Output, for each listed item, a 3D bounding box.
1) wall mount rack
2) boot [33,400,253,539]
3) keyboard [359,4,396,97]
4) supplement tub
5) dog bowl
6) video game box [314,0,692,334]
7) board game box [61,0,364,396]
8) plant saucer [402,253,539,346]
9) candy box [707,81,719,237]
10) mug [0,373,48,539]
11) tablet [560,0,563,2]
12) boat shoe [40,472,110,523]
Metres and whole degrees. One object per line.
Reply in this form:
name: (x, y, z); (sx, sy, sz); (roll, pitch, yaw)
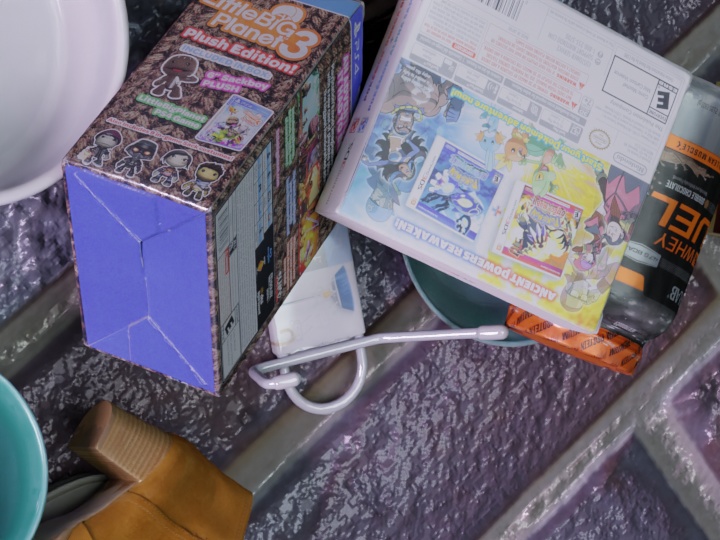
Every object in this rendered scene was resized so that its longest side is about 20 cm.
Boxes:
wall mount rack: (0.000, 0.000, 1.400); (0.172, 0.075, 0.202); (-14, 104, -17)
boot: (-0.153, 0.197, 1.312); (0.144, 0.071, 0.202); (40, 70, -30)
keyboard: (0.039, -0.137, 1.415); (0.199, 0.040, 0.105); (-26, 83, -25)
supplement tub: (0.178, -0.038, 1.424); (0.122, 0.122, 0.201); (22, 87, -27)
dog bowl: (-0.236, -0.135, 1.180); (0.199, 0.079, 0.202); (0, 90, -33)
video game box: (0.093, -0.081, 1.305); (0.199, 0.047, 0.183); (25, 81, -22)
board game box: (-0.083, -0.058, 1.250); (0.160, 0.096, 0.200); (92, 24, -46)
plant saucer: (0.107, -0.048, 1.475); (0.199, 0.036, 0.202); (-4, 100, -27)
candy box: (0.353, -0.069, 1.584); (0.199, 0.055, 0.116); (10, 93, -27)
mug: (-0.286, 0.140, 1.246); (0.152, 0.114, 0.185); (46, 63, -15)
tablet: (0.069, -0.144, 1.350); (0.130, 0.014, 0.201); (31, 76, -41)
boat shoe: (-0.238, 0.197, 1.334); (0.200, 0.057, 0.067); (-42, 116, -21)
